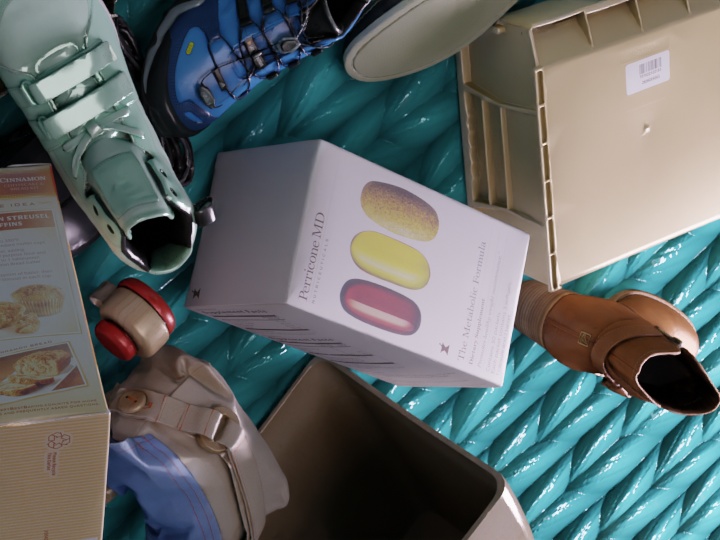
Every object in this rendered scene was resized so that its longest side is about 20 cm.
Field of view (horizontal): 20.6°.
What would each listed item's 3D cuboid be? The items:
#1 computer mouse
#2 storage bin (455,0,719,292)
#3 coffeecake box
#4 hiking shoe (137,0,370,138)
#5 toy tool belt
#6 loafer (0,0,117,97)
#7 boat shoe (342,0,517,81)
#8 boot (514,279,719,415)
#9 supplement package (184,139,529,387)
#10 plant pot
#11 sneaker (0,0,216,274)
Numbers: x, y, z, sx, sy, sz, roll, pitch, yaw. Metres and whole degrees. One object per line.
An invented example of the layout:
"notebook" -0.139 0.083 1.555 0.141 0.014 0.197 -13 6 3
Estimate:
"computer mouse" -0.192 -0.054 1.217 0.200 0.053 0.139 -38 126 -18
"storage bin" 0.178 -0.113 1.433 0.199 0.094 0.200 -21 118 -27
"coffeecake box" -0.195 0.063 1.116 0.072 0.201 0.154 -5 134 -16
"hiking shoe" -0.057 -0.157 1.237 0.200 0.086 0.075 -49 127 -21
"toy tool belt" -0.138 0.116 1.280 0.123 0.124 0.201 -46 127 -22
"loafer" -0.185 -0.167 1.159 0.200 0.069 0.075 -49 128 -16
"boat shoe" 0.065 -0.204 1.330 0.199 0.066 0.074 -36 147 14
"boot" 0.223 0.062 1.492 0.199 0.155 0.077 22 94 -39
"supplement package" 0.000 0.000 1.320 0.199 0.109 0.115 21 74 -39
"plant pot" 0.015 0.216 1.391 0.200 0.200 0.177 -52 138 -7
"sneaker" -0.145 -0.085 1.115 0.073 0.118 0.201 -33 135 -7
